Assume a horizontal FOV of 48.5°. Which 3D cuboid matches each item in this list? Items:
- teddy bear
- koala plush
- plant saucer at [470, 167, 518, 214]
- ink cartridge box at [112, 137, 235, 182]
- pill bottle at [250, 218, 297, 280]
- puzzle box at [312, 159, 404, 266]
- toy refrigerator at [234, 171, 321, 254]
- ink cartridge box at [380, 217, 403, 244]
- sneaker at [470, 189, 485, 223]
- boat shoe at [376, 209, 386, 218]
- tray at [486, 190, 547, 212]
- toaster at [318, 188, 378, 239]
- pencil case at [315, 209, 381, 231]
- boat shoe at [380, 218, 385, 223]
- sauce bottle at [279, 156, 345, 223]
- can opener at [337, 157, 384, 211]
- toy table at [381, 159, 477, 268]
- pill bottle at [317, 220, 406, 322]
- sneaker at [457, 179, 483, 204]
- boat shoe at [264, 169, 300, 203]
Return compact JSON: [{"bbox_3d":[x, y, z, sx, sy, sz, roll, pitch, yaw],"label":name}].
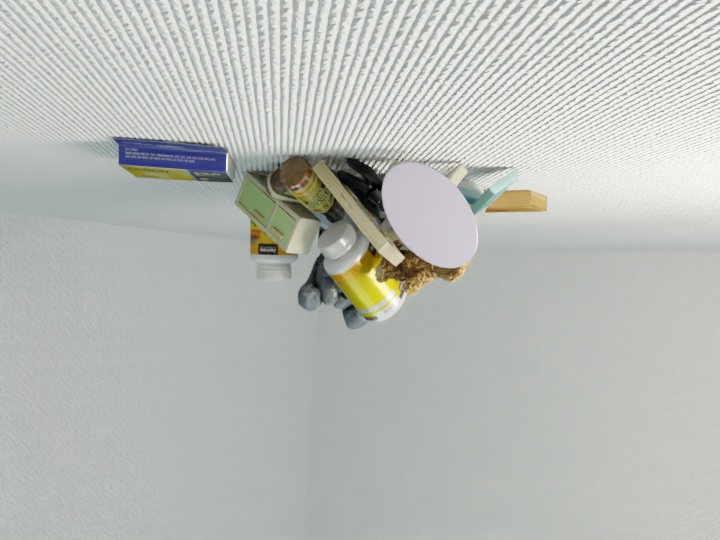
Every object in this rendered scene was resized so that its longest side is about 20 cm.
[{"bbox_3d":[0.117,-0.014,1.492,0.195,0.068,0.147,-14,-145,17],"label":"teddy bear"},{"bbox_3d":[-0.026,0.002,1.759,0.173,0.188,0.200,21,158,-9],"label":"koala plush"},{"bbox_3d":[0.244,-0.138,1.509,0.069,0.019,0.200,-35,176,-12],"label":"plant saucer"},{"bbox_3d":[-0.330,-0.194,1.443,0.192,0.048,0.200,4,-179,-3],"label":"ink cartridge box"},{"bbox_3d":[-0.190,-0.083,1.762,0.106,0.206,0.109,1,-177,0],"label":"pill bottle"},{"bbox_3d":[-0.001,-0.101,1.432,0.025,0.201,0.133,-39,162,5],"label":"puzzle box"},{"bbox_3d":[-0.171,-0.118,1.613,0.069,0.077,0.199,5,-152,-48],"label":"toy refrigerator"},{"bbox_3d":[0.130,-0.050,1.679,0.197,0.068,0.118,-5,-134,-49],"label":"ink cartridge box"},{"bbox_3d":[0.203,-0.129,1.685,0.198,0.080,0.077,-29,-125,-37],"label":"sneaker"},{"bbox_3d":[0.059,-0.156,1.671,0.060,0.074,0.200,-12,-169,2],"label":"boat shoe"},{"bbox_3d":[0.307,-0.152,1.786,0.196,0.038,0.098,3,178,37],"label":"tray"},{"bbox_3d":[0.003,-0.123,1.857,0.194,0.122,0.181,4,179,-10],"label":"toaster"},{"bbox_3d":[-0.046,-0.112,1.691,0.090,0.084,0.199,-37,-127,-25],"label":"pencil case"},{"bbox_3d":[0.117,-0.132,1.748,0.196,0.065,0.072,-27,152,-6],"label":"boat shoe"},{"bbox_3d":[-0.083,-0.145,1.500,0.064,0.068,0.200,2,164,25],"label":"sauce bottle"},{"bbox_3d":[0.009,-0.169,1.483,0.078,0.064,0.200,31,179,23],"label":"can opener"},{"bbox_3d":[0.116,-0.105,1.375,0.181,0.203,0.117,-30,-168,11],"label":"toy table"},{"bbox_3d":[0.000,0.000,1.586,0.108,0.110,0.201,1,137,51],"label":"pill bottle"},{"bbox_3d":[0.153,-0.115,1.592,0.194,0.135,0.080,4,169,-12],"label":"sneaker"},{"bbox_3d":[-0.088,-0.163,1.579,0.199,0.077,0.074,0,168,-39],"label":"boat shoe"}]
